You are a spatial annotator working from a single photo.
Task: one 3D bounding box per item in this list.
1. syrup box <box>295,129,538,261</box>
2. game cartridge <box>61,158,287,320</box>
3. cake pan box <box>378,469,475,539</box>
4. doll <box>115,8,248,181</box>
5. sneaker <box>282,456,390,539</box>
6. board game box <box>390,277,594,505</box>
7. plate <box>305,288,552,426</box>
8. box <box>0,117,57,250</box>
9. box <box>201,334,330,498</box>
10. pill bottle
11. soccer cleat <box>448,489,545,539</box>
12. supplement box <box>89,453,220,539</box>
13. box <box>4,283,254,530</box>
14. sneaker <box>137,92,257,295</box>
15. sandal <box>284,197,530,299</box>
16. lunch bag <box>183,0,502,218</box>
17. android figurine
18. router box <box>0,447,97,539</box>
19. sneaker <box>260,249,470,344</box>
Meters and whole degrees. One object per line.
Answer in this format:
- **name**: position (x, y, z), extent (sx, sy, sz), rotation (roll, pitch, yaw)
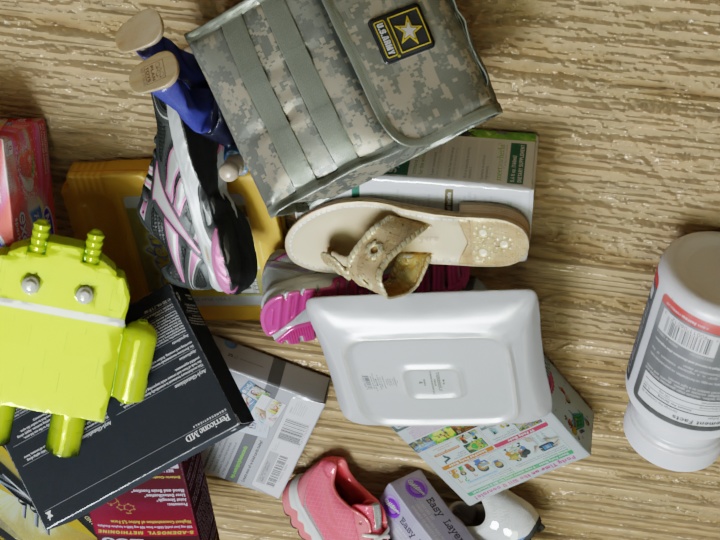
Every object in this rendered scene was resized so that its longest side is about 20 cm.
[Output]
- **syrup box**: position (0.048, -0.069, 1.316), extent (0.198, 0.079, 0.082), rotation (6, 131, 6)
- **game cartridge**: position (-0.163, -0.024, 1.425), extent (0.198, 0.033, 0.177), rotation (-2, 129, 10)
- **cake pan box**: position (0.066, 0.333, 1.599), extent (0.200, 0.052, 0.185), rotation (52, 135, 25)
- **doll**: position (-0.121, -0.134, 1.256), extent (0.048, 0.137, 0.200), rotation (-28, 156, 16)
- **sneaker**: position (-0.001, 0.277, 1.565), extent (0.087, 0.074, 0.201), rotation (-46, 71, 33)
- **board game box**: position (0.106, 0.120, 1.474), extent (0.147, 0.064, 0.200), rotation (-27, 119, 29)
- **plate**: position (0.063, 0.087, 1.360), extent (0.198, 0.033, 0.200), rotation (-2, 145, 10)
- **box**: position (-0.327, -0.027, 1.364), extent (0.094, 0.103, 0.202), rotation (0, 105, 10)
- **box**: position (-0.148, 0.137, 1.550), extent (0.199, 0.041, 0.156), rotation (19, 130, -7)
- **pill bottle**: position (0.298, 0.075, 1.366), extent (0.115, 0.116, 0.201), rotation (10, 131, 2)
- **soccer cleat**: position (0.110, 0.288, 1.621), extent (0.086, 0.070, 0.200), rotation (42, 128, 2)
- **supplement box**: position (-0.206, 0.223, 1.508), extent (0.108, 0.061, 0.201), rotation (-1, 129, 9)
- **box**: position (-0.217, 0.122, 1.388), extent (0.199, 0.079, 0.142), rotation (-28, 81, 4)
- **sneaker**: position (-0.157, -0.072, 1.324), extent (0.086, 0.080, 0.202), rotation (-6, 102, 23)
- **sandal**: position (0.032, -0.011, 1.269), extent (0.210, 0.070, 0.078), rotation (-3, 130, 13)
- **lunch bag**: position (-0.007, -0.154, 1.200), extent (0.199, 0.118, 0.165), rotation (-26, 87, 16)
- **android figurine**: position (-0.263, 0.056, 1.310), extent (0.181, 0.041, 0.202), rotation (13, 103, -12)
- **router box**: position (-0.367, 0.225, 1.657), extent (0.157, 0.052, 0.200), rotation (-27, 120, 29)
- **sneaker**: position (0.000, 0.000, 1.382), extent (0.198, 0.089, 0.082), rotation (-6, 135, -17)
